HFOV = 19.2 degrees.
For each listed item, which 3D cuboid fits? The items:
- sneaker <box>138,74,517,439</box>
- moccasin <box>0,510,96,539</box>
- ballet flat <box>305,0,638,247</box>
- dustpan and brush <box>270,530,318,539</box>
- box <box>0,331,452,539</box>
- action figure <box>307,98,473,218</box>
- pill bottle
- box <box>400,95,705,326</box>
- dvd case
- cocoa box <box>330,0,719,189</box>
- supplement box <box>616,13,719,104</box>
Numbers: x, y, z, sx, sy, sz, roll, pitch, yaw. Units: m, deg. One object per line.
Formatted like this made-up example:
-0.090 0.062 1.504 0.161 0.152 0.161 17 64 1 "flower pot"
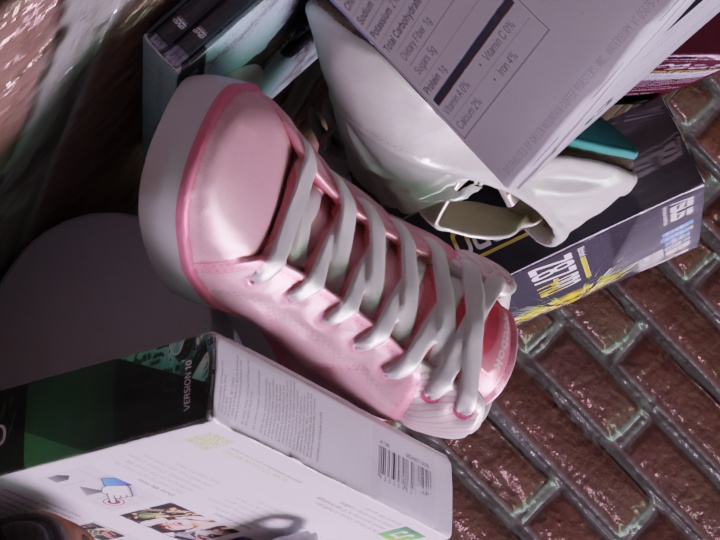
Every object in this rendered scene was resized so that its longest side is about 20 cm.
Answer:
0.000 0.000 0.737 0.200 0.105 0.075 60 46 -59 "sneaker"
-0.175 0.130 0.762 0.201 0.074 0.078 -16 145 15 "moccasin"
0.036 -0.045 0.791 0.069 0.069 0.200 -45 148 19 "ballet flat"
-0.063 0.151 0.813 0.139 0.057 0.200 -10 164 -37 "dustpan and brush"
-0.088 0.081 0.772 0.200 0.036 0.144 -17 149 30 "box"
0.033 -0.066 1.032 0.119 0.102 0.200 -38 -178 -30 "action figure"
-0.074 0.042 0.881 0.120 0.120 0.200 -44 161 1 "pill bottle"
0.075 -0.010 0.974 0.161 0.049 0.200 -26 170 3 "box"
-0.001 -0.119 0.769 0.200 0.022 0.146 -42 175 -13 "dvd case"
0.078 -0.146 0.550 0.200 0.131 0.133 -41 174 -30 "cocoa box"
0.102 -0.125 0.846 0.061 0.109 0.200 -2 179 -4 "supplement box"
